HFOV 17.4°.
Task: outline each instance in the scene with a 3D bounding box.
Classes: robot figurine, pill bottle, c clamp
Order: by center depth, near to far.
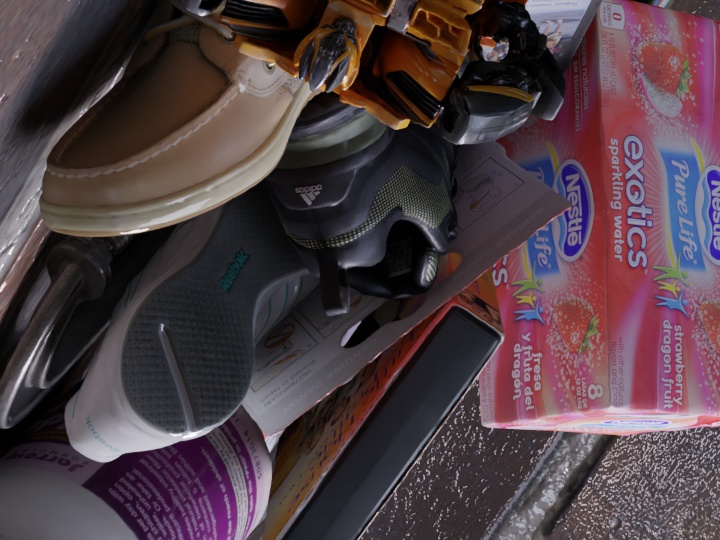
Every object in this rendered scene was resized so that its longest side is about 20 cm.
[{"bbox_3d":[0.015,-0.115,0.793,0.200,0.145,0.058,-64,180,-58],"label":"robot figurine"},{"bbox_3d":[-0.090,-0.025,0.983,0.200,0.027,0.171,-53,178,-38],"label":"c clamp"},{"bbox_3d":[-0.126,0.123,1.059,0.112,0.112,0.200,-59,174,29],"label":"pill bottle"}]

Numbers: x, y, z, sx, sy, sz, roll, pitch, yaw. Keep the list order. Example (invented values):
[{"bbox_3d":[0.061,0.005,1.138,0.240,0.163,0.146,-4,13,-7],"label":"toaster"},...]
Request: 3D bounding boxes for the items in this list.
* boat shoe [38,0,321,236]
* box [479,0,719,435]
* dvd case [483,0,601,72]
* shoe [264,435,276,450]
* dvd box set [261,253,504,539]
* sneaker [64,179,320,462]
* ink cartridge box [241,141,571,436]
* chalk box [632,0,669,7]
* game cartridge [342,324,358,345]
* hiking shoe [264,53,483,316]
[{"bbox_3d":[-0.050,-0.080,0.836,0.200,0.072,0.065,-44,132,-42],"label":"boat shoe"},{"bbox_3d":[0.123,-0.023,1.146,0.095,0.103,0.200,-13,-106,52],"label":"box"},{"bbox_3d":[0.046,-0.136,1.006,0.200,0.142,0.018,113,-32,-61],"label":"dvd case"},{"bbox_3d":[-0.074,0.056,1.338,0.200,0.071,0.091,-63,171,17],"label":"shoe"},{"bbox_3d":[0.008,0.056,1.059,0.146,0.029,0.200,-55,-174,11],"label":"dvd box set"},{"bbox_3d":[-0.061,0.003,0.977,0.080,0.070,0.200,-31,-165,47],"label":"sneaker"},{"bbox_3d":[0.000,0.000,1.038,0.161,0.050,0.200,-38,-149,-4],"label":"ink cartridge box"},{"bbox_3d":[0.120,-0.190,1.245,0.124,0.124,0.200,-54,173,-14],"label":"chalk box"},{"bbox_3d":[0.027,-0.034,1.290,0.200,0.041,0.133,114,-15,-53],"label":"game cartridge"},{"bbox_3d":[0.005,-0.041,0.962,0.200,0.076,0.101,-30,116,-67],"label":"hiking shoe"}]
